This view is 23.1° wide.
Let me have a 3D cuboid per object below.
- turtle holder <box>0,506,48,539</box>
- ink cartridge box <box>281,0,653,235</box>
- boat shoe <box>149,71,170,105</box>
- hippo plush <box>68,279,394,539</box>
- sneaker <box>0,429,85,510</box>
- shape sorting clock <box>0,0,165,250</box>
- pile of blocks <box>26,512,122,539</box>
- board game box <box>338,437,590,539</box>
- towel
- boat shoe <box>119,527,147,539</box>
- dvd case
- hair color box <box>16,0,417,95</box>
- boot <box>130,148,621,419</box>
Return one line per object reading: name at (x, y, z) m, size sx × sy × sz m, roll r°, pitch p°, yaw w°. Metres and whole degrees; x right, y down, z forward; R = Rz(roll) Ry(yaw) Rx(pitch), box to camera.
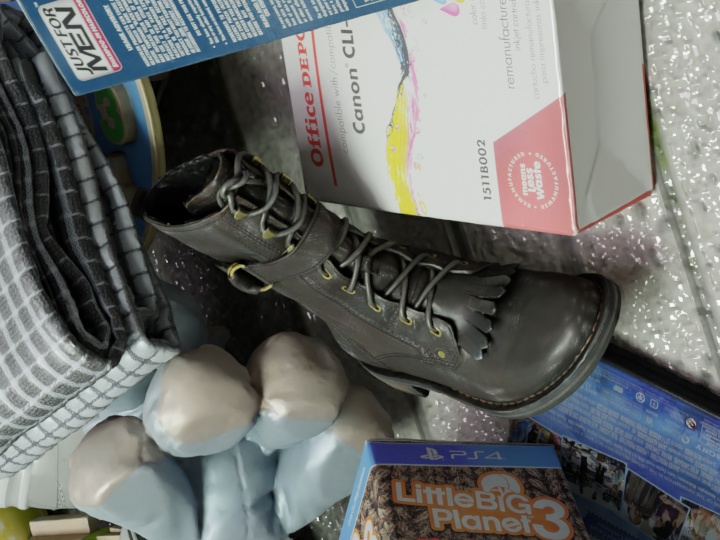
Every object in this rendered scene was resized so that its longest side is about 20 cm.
turtle holder at (-0.260, 0.184, 1.190) m, size 0.132 × 0.186 × 0.141 m, roll 43°, pitch 165°, yaw 23°
ink cartridge box at (0.030, -0.088, 0.812) m, size 0.200 × 0.067 × 0.117 m, roll 9°, pitch 115°, yaw 42°
boat shoe at (-0.125, -0.121, 0.947) m, size 0.060 × 0.072 × 0.200 m, roll 47°, pitch 133°, yaw 15°
hippo plush at (-0.077, 0.075, 0.958) m, size 0.200 × 0.159 × 0.161 m, roll 61°, pitch 179°, yaw -43°
sneaker at (-0.171, 0.061, 1.092) m, size 0.075 × 0.082 × 0.200 m, roll -99°, pitch 25°, yaw -63°
shape sorting clock at (-0.174, -0.084, 0.928) m, size 0.200 × 0.039 × 0.200 m, roll 19°, pitch 119°, yaw 40°
pile of blocks at (-0.132, 0.206, 1.077) m, size 0.200 × 0.062 × 0.082 m, roll 18°, pitch 110°, yaw 19°
board game box at (0.050, 0.202, 0.806) m, size 0.200 × 0.097 × 0.160 m, roll -107°, pitch 25°, yaw -53°
towel at (-0.190, -0.010, 0.866) m, size 0.166 × 0.086 × 0.200 m, roll -37°, pitch 71°, yaw 41°
boat shoe at (-0.055, 0.180, 1.025) m, size 0.200 × 0.071 × 0.064 m, roll 28°, pitch 127°, yaw 23°
dvd case at (0.127, 0.134, 0.856) m, size 0.143 × 0.018 × 0.200 m, roll 27°, pitch 124°, yaw 33°
hair color box at (-0.041, -0.149, 0.770) m, size 0.200 × 0.100 × 0.061 m, roll -12°, pitch 127°, yaw 21°
boot at (0.000, 0.000, 0.806) m, size 0.174 × 0.069 × 0.200 m, roll 33°, pitch 157°, yaw -31°
